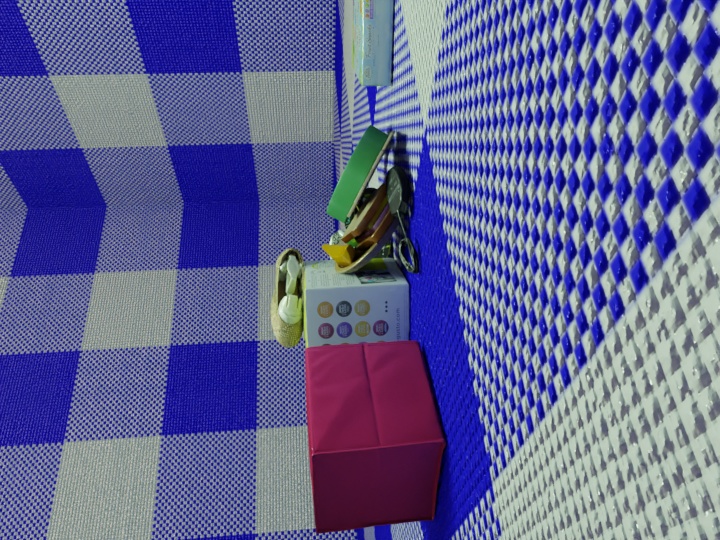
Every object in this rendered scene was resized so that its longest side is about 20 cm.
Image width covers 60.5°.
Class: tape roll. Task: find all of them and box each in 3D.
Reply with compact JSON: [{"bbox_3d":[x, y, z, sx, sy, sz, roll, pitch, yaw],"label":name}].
[{"bbox_3d":[-0.005,-0.199,1.285,0.204,0.047,0.200,-64,1,2],"label":"tape roll"}]

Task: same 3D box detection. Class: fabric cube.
[{"bbox_3d":[0.014,0.255,0.966,0.202,0.194,0.200,-102,12,-53],"label":"fabric cube"}]

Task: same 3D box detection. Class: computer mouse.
[{"bbox_3d":[0.078,-0.087,1.038,0.059,0.033,0.205,129,136,-58],"label":"computer mouse"}]

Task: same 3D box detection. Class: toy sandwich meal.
[{"bbox_3d":[0.003,-0.082,1.157,0.205,0.070,0.206,-44,19,19],"label":"toy sandwich meal"}]

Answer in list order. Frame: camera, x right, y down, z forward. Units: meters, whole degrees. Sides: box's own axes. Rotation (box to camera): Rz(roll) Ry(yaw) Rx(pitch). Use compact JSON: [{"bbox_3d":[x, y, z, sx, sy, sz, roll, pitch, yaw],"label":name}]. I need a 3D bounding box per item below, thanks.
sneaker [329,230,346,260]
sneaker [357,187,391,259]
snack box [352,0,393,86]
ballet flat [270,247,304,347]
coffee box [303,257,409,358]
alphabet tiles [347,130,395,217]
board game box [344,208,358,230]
[{"bbox_3d":[0.000,0.000,1.354,0.203,0.074,0.081,58,-155,-10],"label":"sneaker"},{"bbox_3d":[0.036,-0.087,1.370,0.082,0.072,0.204,67,-165,-52],"label":"sneaker"},{"bbox_3d":[0.022,-0.484,1.258,0.201,0.066,0.173,-105,14,-62],"label":"snack box"},{"bbox_3d":[-0.140,0.046,1.209,0.066,0.068,0.205,125,144,-59],"label":"ballet flat"},{"bbox_3d":[-0.014,0.099,1.211,0.200,0.192,0.206,-110,18,-74],"label":"coffee box"},{"bbox_3d":[0.022,-0.183,1.155,0.169,0.006,0.200,-61,2,14],"label":"alphabet tiles"},{"bbox_3d":[0.007,-0.061,1.441,0.137,0.027,0.203,-88,-19,-54],"label":"board game box"}]
